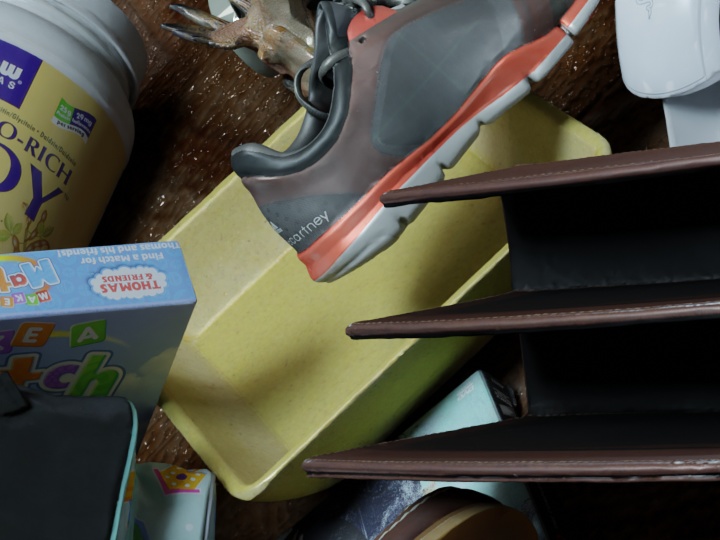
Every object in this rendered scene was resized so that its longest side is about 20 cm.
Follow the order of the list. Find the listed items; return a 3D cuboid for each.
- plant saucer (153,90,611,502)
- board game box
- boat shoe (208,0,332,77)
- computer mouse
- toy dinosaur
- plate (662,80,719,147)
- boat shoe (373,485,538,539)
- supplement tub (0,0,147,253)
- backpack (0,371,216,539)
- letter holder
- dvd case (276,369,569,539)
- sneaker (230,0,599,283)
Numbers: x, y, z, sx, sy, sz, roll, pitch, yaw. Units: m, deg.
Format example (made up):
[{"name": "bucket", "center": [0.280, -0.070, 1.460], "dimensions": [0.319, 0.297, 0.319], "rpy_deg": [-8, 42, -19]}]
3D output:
[{"name": "plant saucer", "center": [0.000, 0.000, 1.042], "dimensions": [0.200, 0.048, 0.200], "rpy_deg": [-44, 32, -3]}, {"name": "board game box", "center": [-0.163, 0.066, 1.016], "dimensions": [0.200, 0.150, 0.037], "rpy_deg": [114, 143, -47]}, {"name": "boat shoe", "center": [-0.043, -0.186, 1.284], "dimensions": [0.060, 0.072, 0.202], "rpy_deg": [-33, 43, 24]}, {"name": "computer mouse", "center": [0.150, -0.158, 0.981], "dimensions": [0.109, 0.044, 0.201], "rpy_deg": [0, 57, 50]}, {"name": "toy dinosaur", "center": [-0.058, -0.180, 1.174], "dimensions": [0.085, 0.136, 0.201], "rpy_deg": [-5, 63, -2]}, {"name": "plate", "center": [0.199, -0.119, 0.950], "dimensions": [0.200, 0.032, 0.200], "rpy_deg": [-34, 34, 25]}, {"name": "boat shoe", "center": [-0.017, 0.155, 0.857], "dimensions": [0.200, 0.070, 0.070], "rpy_deg": [-53, 36, -6]}, {"name": "supplement tub", "center": [-0.200, -0.047, 1.260], "dimensions": [0.145, 0.145, 0.201], "rpy_deg": [-9, 50, 46]}, {"name": "backpack", "center": [-0.139, 0.155, 0.954], "dimensions": [0.200, 0.152, 0.177], "rpy_deg": [125, 154, -45]}, {"name": "letter holder", "center": [0.080, 0.013, 0.829], "dimensions": [0.199, 0.142, 0.101], "rpy_deg": [-5, 94, 48]}, {"name": "dvd case", "center": [0.020, 0.141, 0.913], "dimensions": [0.146, 0.022, 0.200], "rpy_deg": [-40, 34, 15]}, {"name": "sneaker", "center": [0.026, -0.091, 0.984], "dimensions": [0.200, 0.082, 0.077], "rpy_deg": [-50, 8, -14]}]
